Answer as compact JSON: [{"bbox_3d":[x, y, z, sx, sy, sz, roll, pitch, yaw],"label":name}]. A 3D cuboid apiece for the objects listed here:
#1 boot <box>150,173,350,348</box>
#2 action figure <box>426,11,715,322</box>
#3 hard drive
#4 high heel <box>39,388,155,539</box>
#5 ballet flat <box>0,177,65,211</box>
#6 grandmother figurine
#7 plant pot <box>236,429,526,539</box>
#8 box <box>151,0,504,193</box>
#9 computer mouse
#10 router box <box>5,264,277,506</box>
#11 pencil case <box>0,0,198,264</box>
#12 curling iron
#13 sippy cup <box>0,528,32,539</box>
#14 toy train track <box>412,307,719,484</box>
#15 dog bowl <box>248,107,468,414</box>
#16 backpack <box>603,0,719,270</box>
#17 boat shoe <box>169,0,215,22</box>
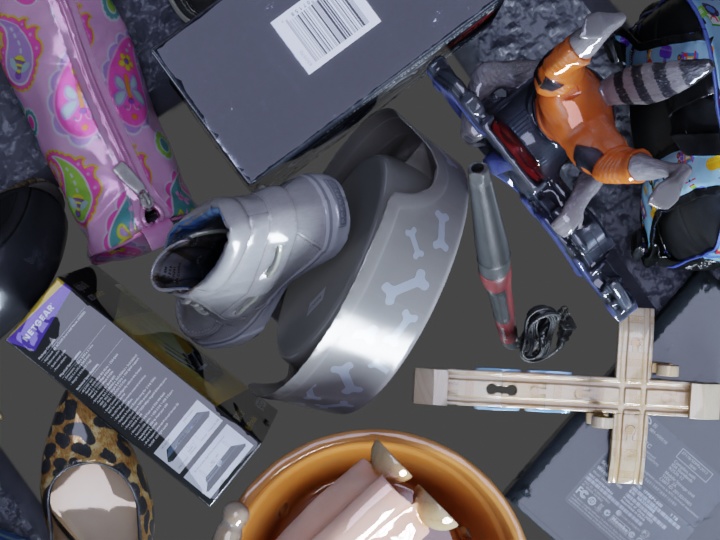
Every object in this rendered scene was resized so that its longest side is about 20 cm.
[{"bbox_3d":[-0.093,-0.003,1.632,0.095,0.200,0.074,-8,69,-33],"label":"boot"},{"bbox_3d":[0.143,-0.073,1.593,0.105,0.193,0.200,-40,103,-17],"label":"action figure"},{"bbox_3d":[0.211,0.118,1.725,0.140,0.033,0.200,41,89,-1],"label":"hard drive"},{"bbox_3d":[-0.168,0.169,1.659,0.071,0.143,0.200,-8,90,-2],"label":"high heel"},{"bbox_3d":[-0.271,0.014,1.706,0.200,0.046,0.067,-49,134,-1],"label":"ballet flat"},{"bbox_3d":[-0.044,0.189,1.568,0.200,0.061,0.121,-44,82,-4],"label":"grandmother figurine"},{"bbox_3d":[0.005,0.198,1.666,0.200,0.140,0.200,0,89,-2],"label":"plant pot"},{"bbox_3d":[-0.018,-0.147,1.646,0.200,0.182,0.104,-37,90,-1],"label":"box"},{"bbox_3d":[-0.248,0.049,1.679,0.200,0.046,0.140,-39,131,-11],"label":"computer mouse"},{"bbox_3d":[-0.131,0.067,1.633,0.157,0.200,0.052,39,92,-2],"label":"router box"},{"bbox_3d":[-0.172,-0.102,1.690,0.087,0.087,0.200,-22,89,-2],"label":"pencil case"},{"bbox_3d":[0.094,-0.006,1.662,0.050,0.200,0.026,-22,49,3],"label":"curling iron"},{"bbox_3d":[-0.271,0.210,1.669,0.130,0.178,0.140,13,61,-12],"label":"sippy cup"},{"bbox_3d":[0.134,0.079,1.685,0.200,0.033,0.115,3,92,-4],"label":"toy train track"},{"bbox_3d":[0.000,0.000,1.645,0.059,0.200,0.200,25,89,-15],"label":"dog bowl"},{"bbox_3d":[0.239,-0.095,1.641,0.134,0.200,0.183,-6,86,-5],"label":"backpack"},{"bbox_3d":[-0.105,-0.257,1.703,0.072,0.068,0.200,-2,91,-3],"label":"boat shoe"}]
